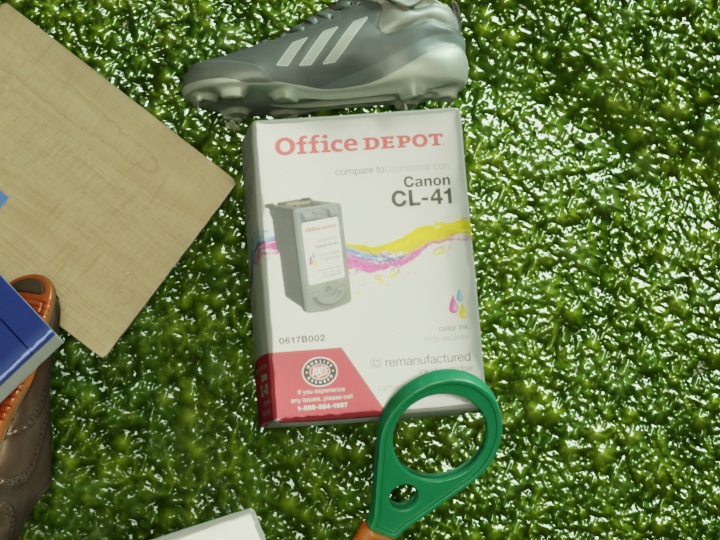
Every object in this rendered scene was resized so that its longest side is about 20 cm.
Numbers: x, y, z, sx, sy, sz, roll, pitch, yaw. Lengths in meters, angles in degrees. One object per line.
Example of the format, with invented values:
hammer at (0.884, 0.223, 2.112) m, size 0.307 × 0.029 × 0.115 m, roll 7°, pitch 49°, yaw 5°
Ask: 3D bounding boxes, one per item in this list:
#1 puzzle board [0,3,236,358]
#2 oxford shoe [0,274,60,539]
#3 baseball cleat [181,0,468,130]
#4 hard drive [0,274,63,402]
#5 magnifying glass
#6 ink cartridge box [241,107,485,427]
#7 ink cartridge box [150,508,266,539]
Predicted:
puzzle board at (-0.206, -0.061, 1.421) m, size 0.200 × 0.017 × 0.151 m, roll 37°, pitch 81°, yaw -1°
oxford shoe at (-0.232, 0.102, 1.377) m, size 0.071 × 0.073 × 0.201 m, roll 8°, pitch 73°, yaw 35°
baseball cleat at (-0.027, -0.154, 1.439) m, size 0.199 × 0.070 × 0.107 m, roll -2°, pitch 76°, yaw -18°
hard drive at (-0.302, 0.072, 1.348) m, size 0.200 × 0.025 × 0.132 m, roll -44°, pitch 60°, yaw -6°
magnifying glass at (0.023, 0.151, 1.379) m, size 0.079 × 0.022 × 0.201 m, roll 24°, pitch 107°, yaw -21°
ink cartridge box at (0.000, 0.000, 1.407) m, size 0.147 × 0.086 × 0.201 m, roll -4°, pitch 85°, yaw -8°
ink cartridge box at (-0.150, 0.220, 1.327) m, size 0.199 × 0.145 × 0.085 m, roll -18°, pitch 84°, yaw -10°
